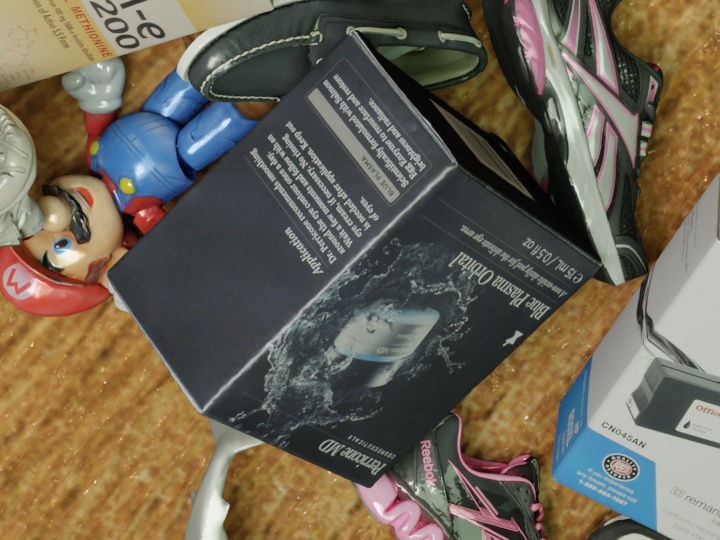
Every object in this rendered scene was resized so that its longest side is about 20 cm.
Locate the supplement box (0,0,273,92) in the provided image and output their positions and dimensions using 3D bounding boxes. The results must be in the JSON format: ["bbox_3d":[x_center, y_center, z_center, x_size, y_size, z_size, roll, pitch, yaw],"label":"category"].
[{"bbox_3d":[-0.161,-0.171,1.448,0.199,0.126,0.074,-16,59,9],"label":"supplement box"}]

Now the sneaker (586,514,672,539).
[{"bbox_3d":[0.228,0.213,1.668,0.199,0.080,0.074,26,103,-6],"label":"sneaker"}]

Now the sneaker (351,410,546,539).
[{"bbox_3d":[0.088,0.163,1.660,0.095,0.079,0.200,-46,102,-3],"label":"sneaker"}]

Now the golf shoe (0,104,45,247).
[{"bbox_3d":[-0.208,-0.049,1.497,0.097,0.200,0.079,18,80,-29],"label":"golf shoe"}]

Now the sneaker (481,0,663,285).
[{"bbox_3d":[0.145,-0.087,1.597,0.086,0.080,0.201,-21,110,-11],"label":"sneaker"}]

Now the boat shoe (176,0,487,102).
[{"bbox_3d":[-0.010,-0.123,1.535,0.199,0.076,0.060,-18,69,-32],"label":"boat shoe"}]

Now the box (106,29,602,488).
[{"bbox_3d":[0.000,0.000,1.535,0.200,0.197,0.118,-44,58,11],"label":"box"}]

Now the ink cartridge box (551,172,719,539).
[{"bbox_3d":[0.223,0.063,1.596,0.144,0.084,0.200,26,123,-7],"label":"ink cartridge box"}]

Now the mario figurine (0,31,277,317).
[{"bbox_3d":[-0.140,-0.056,1.573,0.106,0.123,0.200,40,95,-27],"label":"mario figurine"}]

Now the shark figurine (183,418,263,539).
[{"bbox_3d":[-0.088,0.178,1.654,0.128,0.089,0.215,-27,114,-30],"label":"shark figurine"}]
